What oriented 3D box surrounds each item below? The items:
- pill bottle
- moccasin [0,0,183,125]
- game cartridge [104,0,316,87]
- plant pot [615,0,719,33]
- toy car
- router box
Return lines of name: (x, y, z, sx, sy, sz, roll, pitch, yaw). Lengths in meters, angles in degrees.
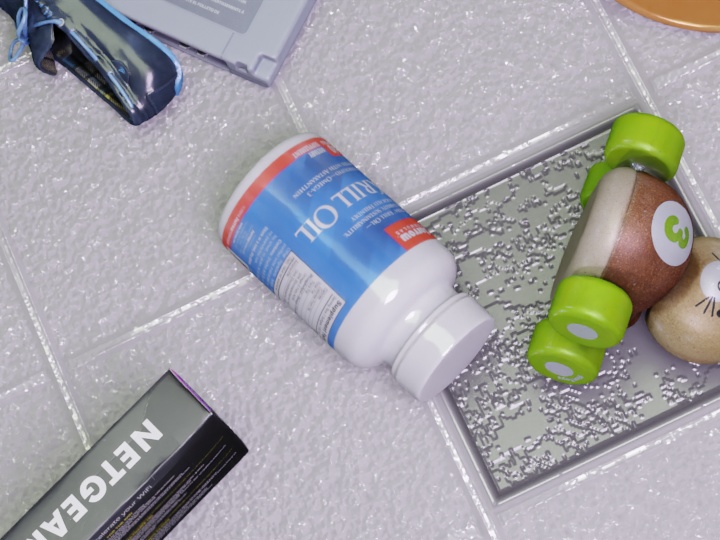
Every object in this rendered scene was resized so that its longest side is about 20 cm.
pill bottle: (0.000, 0.000, 1.529, 0.200, 0.112, 0.112, 42, 83, 15)
moccasin: (-0.233, -0.186, 1.626, 0.200, 0.081, 0.068, 32, 70, 16)
game cartridge: (-0.128, -0.241, 1.654, 0.200, 0.040, 0.134, 25, 83, 14)
plant pot: (0.264, -0.293, 1.544, 0.200, 0.200, 0.140, 8, 60, 10)
toy car: (0.242, 0.012, 1.483, 0.200, 0.158, 0.165, 20, 67, 1)
router box: (-0.176, 0.170, 1.485, 0.051, 0.149, 0.200, 43, 83, 15)
